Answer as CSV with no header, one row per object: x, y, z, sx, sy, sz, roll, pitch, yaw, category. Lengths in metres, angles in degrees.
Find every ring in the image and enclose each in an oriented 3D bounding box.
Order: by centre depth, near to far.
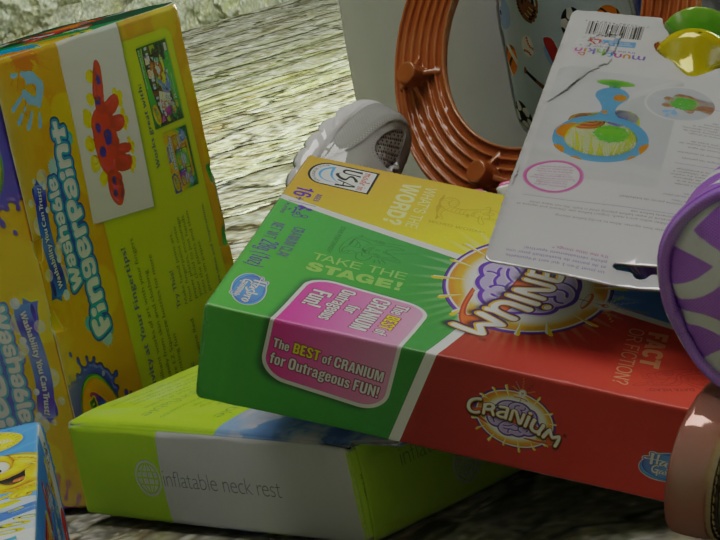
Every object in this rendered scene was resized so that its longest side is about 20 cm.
0.088,-0.126,1.283,0.200,0.201,0.019,-2,-16,44,ring

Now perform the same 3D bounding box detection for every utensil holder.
0.076,-0.117,1.513,0.169,0.201,0.170,-11,10,2,utensil holder

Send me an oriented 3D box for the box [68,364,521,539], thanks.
-0.012,0.067,1.050,0.199,0.048,0.122,1,17,46,box

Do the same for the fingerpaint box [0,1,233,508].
-0.132,-0.009,1.170,0.073,0.201,0.167,-8,12,27,fingerpaint box

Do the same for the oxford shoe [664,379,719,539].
0.181,0.055,0.898,0.074,0.071,0.200,16,29,29,oxford shoe

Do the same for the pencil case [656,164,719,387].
0.176,-0.025,0.883,0.085,0.084,0.200,-22,11,36,pencil case

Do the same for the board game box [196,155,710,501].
0.053,0.020,0.981,0.199,0.041,0.153,12,27,9,board game box

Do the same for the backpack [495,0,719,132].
0.167,-0.146,1.351,0.154,0.201,0.190,-27,23,-33,backpack

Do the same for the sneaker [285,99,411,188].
0.000,0.000,1.232,0.082,0.075,0.201,6,51,16,sneaker

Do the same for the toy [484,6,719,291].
0.123,-0.036,1.002,0.115,0.047,0.200,8,38,11,toy

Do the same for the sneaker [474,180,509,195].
0.131,-0.008,1.196,0.199,0.088,0.074,-13,-11,-4,sneaker

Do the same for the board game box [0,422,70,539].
-0.209,0.125,0.944,0.199,0.056,0.196,-13,11,-5,board game box
